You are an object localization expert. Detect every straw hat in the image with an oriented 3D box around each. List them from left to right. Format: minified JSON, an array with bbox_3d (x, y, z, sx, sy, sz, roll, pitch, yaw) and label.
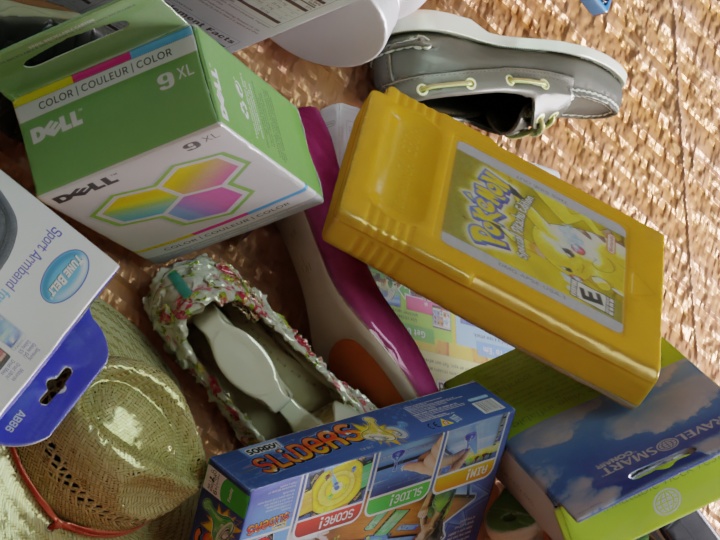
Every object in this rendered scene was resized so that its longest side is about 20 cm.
[{"bbox_3d":[-0.128,0.087,1.313,0.201,0.085,0.202,17,65,-41],"label":"straw hat"}]

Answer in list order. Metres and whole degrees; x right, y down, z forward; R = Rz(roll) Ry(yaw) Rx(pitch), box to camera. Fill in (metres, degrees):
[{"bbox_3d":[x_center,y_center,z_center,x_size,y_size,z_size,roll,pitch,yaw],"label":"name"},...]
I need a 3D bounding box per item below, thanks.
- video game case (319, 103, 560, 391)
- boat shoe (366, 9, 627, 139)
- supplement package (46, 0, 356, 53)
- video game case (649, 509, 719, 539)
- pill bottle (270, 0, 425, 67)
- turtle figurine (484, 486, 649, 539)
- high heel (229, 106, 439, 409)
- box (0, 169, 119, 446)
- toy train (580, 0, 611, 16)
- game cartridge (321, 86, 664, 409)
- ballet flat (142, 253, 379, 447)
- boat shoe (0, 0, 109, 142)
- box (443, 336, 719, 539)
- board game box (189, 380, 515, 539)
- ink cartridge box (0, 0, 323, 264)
[{"bbox_3d":[0.053,0.007,1.571,0.200,0.023,0.183,14,67,-43],"label":"video game case"},{"bbox_3d":[0.086,-0.112,1.608,0.201,0.072,0.060,9,71,-39],"label":"boat shoe"},{"bbox_3d":[-0.097,-0.213,1.356,0.151,0.200,0.152,30,57,-36],"label":"supplement package"},{"bbox_3d":[0.186,0.173,1.537,0.025,0.181,0.200,-43,121,-8],"label":"video game case"},{"bbox_3d":[0.006,-0.220,1.529,0.113,0.113,0.200,43,51,-28],"label":"pill bottle"},{"bbox_3d":[0.150,0.208,1.504,0.144,0.199,0.194,-114,-170,-58],"label":"turtle figurine"},{"bbox_3d":[0.000,0.000,1.471,0.200,0.067,0.096,47,55,5],"label":"high heel"},{"bbox_3d":[-0.209,-0.006,1.246,0.200,0.041,0.119,37,50,-3],"label":"box"},{"bbox_3d":[0.158,-0.254,1.693,0.087,0.114,0.200,42,50,-32],"label":"toy train"},{"bbox_3d":[0.080,-0.020,1.470,0.200,0.032,0.176,30,28,-9],"label":"game cartridge"},{"bbox_3d":[-0.042,0.074,1.412,0.076,0.064,0.200,-46,110,1],"label":"ballet flat"},{"bbox_3d":[-0.193,-0.120,1.303,0.074,0.076,0.200,40,9,21],"label":"boat shoe"},{"bbox_3d":[0.138,0.091,1.451,0.122,0.200,0.048,-25,116,-9],"label":"box"},{"bbox_3d":[-0.010,0.142,1.388,0.200,0.034,0.136,-12,127,-44],"label":"board game box"},{"bbox_3d":[-0.105,-0.067,1.313,0.200,0.104,0.059,36,36,-66],"label":"ink cartridge box"}]
